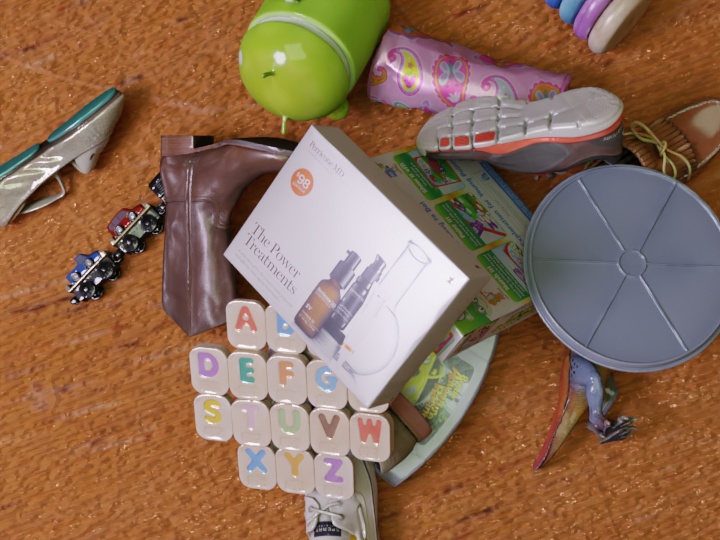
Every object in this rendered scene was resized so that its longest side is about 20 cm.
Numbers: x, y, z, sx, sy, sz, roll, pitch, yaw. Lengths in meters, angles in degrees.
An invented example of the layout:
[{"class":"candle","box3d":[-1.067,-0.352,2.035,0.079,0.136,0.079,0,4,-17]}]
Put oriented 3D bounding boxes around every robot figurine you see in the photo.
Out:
[{"class":"robot figurine","box3d":[-0.044,-0.229,1.204,0.115,0.176,0.201,10,55,24]}]

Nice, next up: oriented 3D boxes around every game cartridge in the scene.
[{"class":"game cartridge","box3d":[0.050,0.109,1.252,0.133,0.041,0.201,32,93,3]}]

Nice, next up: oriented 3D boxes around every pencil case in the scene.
[{"class":"pencil case","box3d":[0.108,-0.178,1.227,0.199,0.087,0.088,18,91,7]}]

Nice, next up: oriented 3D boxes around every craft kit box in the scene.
[{"class":"craft kit box","box3d":[0.085,-0.030,1.161,0.200,0.197,0.049,51,131,18]}]

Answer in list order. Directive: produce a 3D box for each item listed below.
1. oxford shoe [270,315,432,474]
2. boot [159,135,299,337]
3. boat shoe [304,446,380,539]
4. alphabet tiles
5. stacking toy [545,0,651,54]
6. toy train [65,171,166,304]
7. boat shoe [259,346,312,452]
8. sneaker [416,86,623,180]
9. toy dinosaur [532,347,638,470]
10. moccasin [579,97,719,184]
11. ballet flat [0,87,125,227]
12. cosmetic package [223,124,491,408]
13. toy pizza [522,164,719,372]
[{"class":"oxford shoe","box3d":[-0.022,0.113,1.183,0.200,0.071,0.074,43,80,-9]},{"class":"boot","box3d":[-0.125,-0.031,1.222,0.186,0.064,0.201,6,99,37]},{"class":"boat shoe","box3d":[-0.023,0.245,1.224,0.071,0.070,0.201,-6,98,21]},{"class":"alphabet tiles","box3d":[-0.066,0.124,1.169,0.199,0.015,0.197,5,110,17]},{"class":"stacking toy","box3d":[0.189,-0.305,1.223,0.200,0.085,0.085,42,94,11]},{"class":"toy train","box3d":[-0.239,-0.044,1.295,0.046,0.034,0.200,44,94,10]},{"class":"boat shoe","box3d":[-0.066,0.086,1.252,0.068,0.072,0.201,13,82,48]},{"class":"sneaker","box3d":[0.150,-0.112,1.158,0.199,0.082,0.077,-2,44,25]},{"class":"toy dinosaur","box3d":[0.217,0.072,1.208,0.199,0.105,0.182,-25,67,17]},{"class":"moccasin","box3d":[0.271,-0.103,1.205,0.201,0.078,0.074,-26,85,6]},{"class":"ballet flat","box3d":[-0.314,-0.116,1.302,0.200,0.068,0.062,-32,113,9]},{"class":"cosmetic package","box3d":[-0.007,-0.005,1.075,0.200,0.052,0.151,45,111,20]},{"class":"toy pizza","box3d":[0.246,-0.002,1.147,0.199,0.032,0.201,1,71,-4]}]
